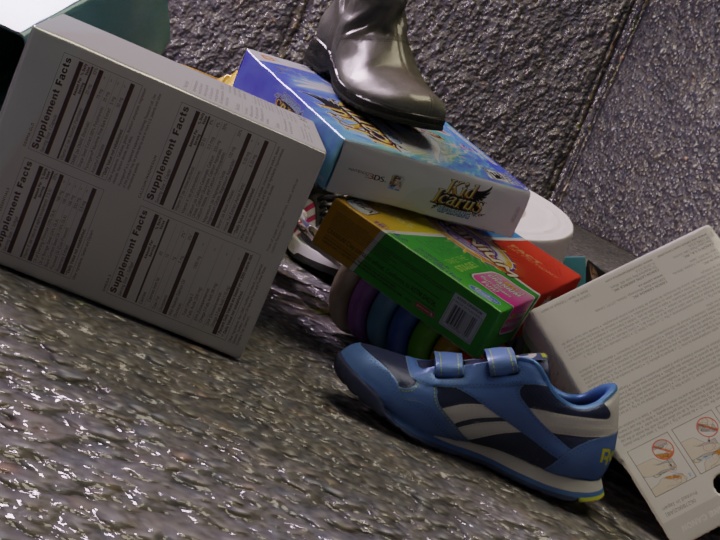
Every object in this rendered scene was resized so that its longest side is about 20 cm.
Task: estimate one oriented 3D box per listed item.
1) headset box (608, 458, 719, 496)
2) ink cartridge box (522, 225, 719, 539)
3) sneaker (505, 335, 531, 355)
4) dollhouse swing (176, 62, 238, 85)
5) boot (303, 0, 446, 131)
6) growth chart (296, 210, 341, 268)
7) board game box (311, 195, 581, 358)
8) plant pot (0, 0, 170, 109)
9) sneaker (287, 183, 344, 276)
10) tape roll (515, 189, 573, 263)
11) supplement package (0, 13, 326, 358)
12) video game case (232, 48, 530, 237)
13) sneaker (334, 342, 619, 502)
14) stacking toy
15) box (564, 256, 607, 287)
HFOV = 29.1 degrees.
[{"bbox_3d":[0.276,0.098,1.048,0.148,0.201,0.078,25,-28,19],"label":"headset box"},{"bbox_3d":[0.233,0.084,0.993,0.201,0.160,0.050,61,-12,24],"label":"ink cartridge box"},{"bbox_3d":[0.153,0.073,1.154,0.198,0.083,0.071,28,8,23],"label":"sneaker"},{"bbox_3d":[-0.180,-0.169,1.410,0.199,0.183,0.176,24,-18,43],"label":"dollhouse swing"},{"bbox_3d":[0.021,-0.198,1.097,0.067,0.132,0.200,10,21,-32],"label":"boot"},{"bbox_3d":[0.000,0.000,1.234,0.199,0.018,0.145,39,3,8],"label":"growth chart"},{"bbox_3d":[0.072,-0.007,1.069,0.152,0.041,0.200,35,20,17],"label":"board game box"},{"bbox_3d":[-0.277,-0.225,1.289,0.140,0.142,0.200,27,49,26],"label":"plant pot"},{"bbox_3d":[-0.019,-0.064,1.395,0.083,0.122,0.200,20,10,-23],"label":"sneaker"},{"bbox_3d":[0.092,-0.037,1.281,0.200,0.072,0.203,15,20,-6],"label":"tape roll"},{"bbox_3d":[-0.145,-0.062,0.943,0.198,0.152,0.152,22,10,-10],"label":"supplement package"},{"bbox_3d":[0.013,-0.104,1.110,0.180,0.046,0.200,11,21,-33],"label":"video game case"},{"bbox_3d":[0.080,0.081,0.917,0.198,0.083,0.074,21,10,-3],"label":"sneaker"},{"bbox_3d":[0.068,0.055,1.070,0.199,0.086,0.085,35,14,35],"label":"stacking toy"},{"bbox_3d":[0.231,0.044,1.413,0.049,0.083,0.200,-1,-11,24],"label":"box"}]
